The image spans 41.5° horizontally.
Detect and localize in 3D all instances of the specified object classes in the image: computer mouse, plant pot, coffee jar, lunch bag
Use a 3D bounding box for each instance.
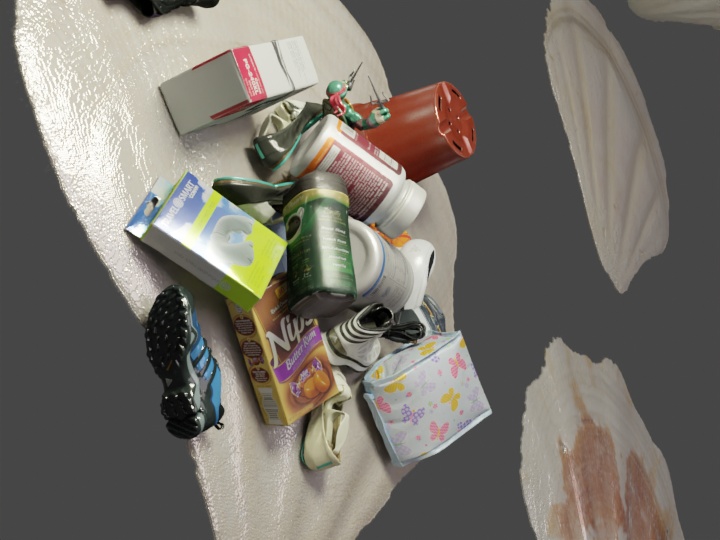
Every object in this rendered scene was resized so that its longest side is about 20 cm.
[{"bbox_3d":[0.078,0.029,1.668,0.044,0.109,0.201,59,43,-64],"label":"computer mouse"},{"bbox_3d":[0.099,-0.252,1.786,0.201,0.195,0.201,29,53,-47],"label":"plant pot"},{"bbox_3d":[-0.061,-0.039,1.367,0.085,0.104,0.201,9,63,-30],"label":"coffee jar"},{"bbox_3d":[0.101,0.217,1.640,0.200,0.127,0.170,-31,104,-31],"label":"lunch bag"}]

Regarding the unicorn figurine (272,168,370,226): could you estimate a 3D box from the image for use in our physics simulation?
[{"bbox_3d":[-0.038,-0.134,1.603,0.074,0.199,0.138,-99,173,-54],"label":"unicorn figurine"}]

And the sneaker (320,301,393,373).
[{"bbox_3d":[0.018,0.108,1.544,0.076,0.115,0.200,64,17,14],"label":"sneaker"}]

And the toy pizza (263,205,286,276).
[{"bbox_3d":[-0.141,-0.034,1.477,0.200,0.032,0.201,31,50,-45],"label":"toy pizza"}]

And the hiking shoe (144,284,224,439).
[{"bbox_3d":[-0.228,0.118,1.252,0.087,0.074,0.201,-7,91,-65],"label":"hiking shoe"}]

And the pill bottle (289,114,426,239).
[{"bbox_3d":[-0.002,-0.144,1.501,0.200,0.114,0.114,35,44,-14],"label":"pill bottle"}]

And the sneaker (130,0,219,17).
[{"bbox_3d":[-0.293,-0.406,1.400,0.200,0.076,0.088,10,82,-51],"label":"sneaker"}]

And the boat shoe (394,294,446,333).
[{"bbox_3d":[0.139,0.142,1.779,0.091,0.071,0.201,-27,96,-53],"label":"boat shoe"}]

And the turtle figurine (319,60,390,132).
[{"bbox_3d":[-0.019,-0.258,1.570,0.200,0.100,0.150,81,-17,-48],"label":"turtle figurine"}]

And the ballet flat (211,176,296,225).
[{"bbox_3d":[-0.143,-0.103,1.421,0.200,0.068,0.069,-5,89,-57],"label":"ballet flat"}]

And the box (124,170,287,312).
[{"bbox_3d":[-0.207,-0.047,1.305,0.200,0.048,0.122,36,44,-14],"label":"box"}]

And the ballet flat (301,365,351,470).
[{"bbox_3d":[-0.044,0.215,1.479,0.069,0.069,0.201,39,45,-41],"label":"ballet flat"}]

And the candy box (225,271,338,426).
[{"bbox_3d":[-0.113,0.113,1.394,0.117,0.056,0.201,-28,104,-45],"label":"candy box"}]

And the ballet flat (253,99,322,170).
[{"bbox_3d":[-0.117,-0.241,1.566,0.068,0.068,0.200,47,38,-13],"label":"ballet flat"}]

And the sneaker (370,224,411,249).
[{"bbox_3d":[0.028,-0.056,1.726,0.200,0.073,0.077,19,39,-57],"label":"sneaker"}]

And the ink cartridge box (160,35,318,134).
[{"bbox_3d":[-0.176,-0.281,1.430,0.200,0.145,0.084,-32,102,-57],"label":"ink cartridge box"}]

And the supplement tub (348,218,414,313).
[{"bbox_3d":[0.000,0.000,1.542,0.200,0.131,0.132,32,48,-68],"label":"supplement tub"}]
